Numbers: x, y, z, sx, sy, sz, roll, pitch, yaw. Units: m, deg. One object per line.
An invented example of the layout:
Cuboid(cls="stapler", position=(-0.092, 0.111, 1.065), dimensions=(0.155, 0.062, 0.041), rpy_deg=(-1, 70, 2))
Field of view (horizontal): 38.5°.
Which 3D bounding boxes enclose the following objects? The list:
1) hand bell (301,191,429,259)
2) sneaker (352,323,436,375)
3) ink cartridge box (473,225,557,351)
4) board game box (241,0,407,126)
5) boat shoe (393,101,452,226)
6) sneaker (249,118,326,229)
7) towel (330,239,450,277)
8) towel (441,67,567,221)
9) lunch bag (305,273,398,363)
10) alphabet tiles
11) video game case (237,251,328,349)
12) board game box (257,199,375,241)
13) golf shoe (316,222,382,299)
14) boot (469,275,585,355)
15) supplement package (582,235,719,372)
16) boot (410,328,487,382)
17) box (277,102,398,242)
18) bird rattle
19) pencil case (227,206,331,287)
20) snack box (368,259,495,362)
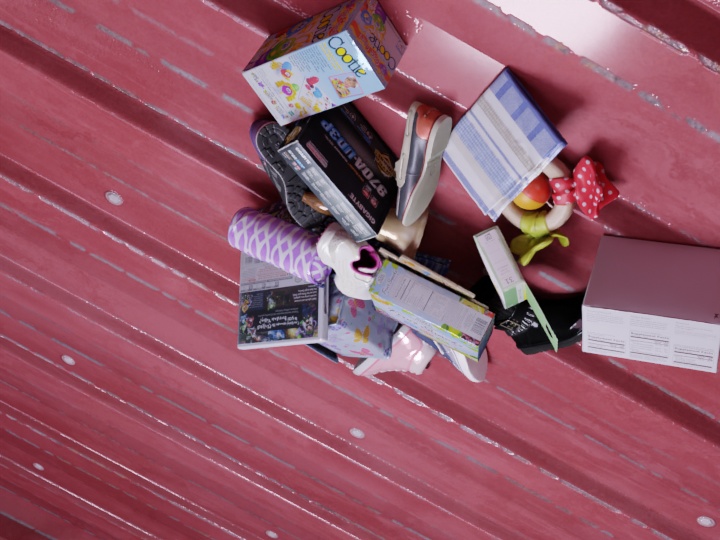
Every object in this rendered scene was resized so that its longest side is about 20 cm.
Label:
Cuboid(cls="hand bell", position=(0.001, -0.088, 1.674), dimensions=(0.200, 0.104, 0.104), rpy_deg=(18, 141, -4))
Cuboid(cls="sneaker", position=(0.070, 0.171, 1.966), dimensions=(0.105, 0.075, 0.200), rpy_deg=(40, 135, -8))
Cuboid(cls="ink cartridge box", position=(0.244, 0.038, 1.615), dimensions=(0.048, 0.200, 0.146), rpy_deg=(-25, 165, 5))
Cuboid(cls="board game box", position=(-0.052, -0.303, 1.490), dimensions=(0.200, 0.103, 0.105), rpy_deg=(-12, 127, 37))
Cuboid(cls="boat shoe", position=(0.084, -0.161, 1.581), dimensions=(0.063, 0.071, 0.200), rpy_deg=(30, 128, 22))
Cuboid(cls="sneaker", position=(-0.118, -0.165, 1.703), dimensions=(0.088, 0.076, 0.200), rpy_deg=(36, 155, 61))
Cuboid(cls="towel", position=(0.048, 0.001, 1.799), dimensions=(0.200, 0.024, 0.145), rpy_deg=(14, 149, 0))
Cuboid(cls="towel", position=(0.205, -0.181, 1.511), dimensions=(0.147, 0.024, 0.200), rpy_deg=(54, 140, 12))
Cuboid(cls="lunch bag", position=(-0.055, 0.089, 1.875), dimensions=(0.200, 0.127, 0.170), rpy_deg=(1, 156, 41))
Cuboid(cls="alphabet tiles", position=(0.113, 0.020, 1.698), dimensions=(0.200, 0.006, 0.166), rpy_deg=(29, 170, -1))
Cuboid(cls="video game case", position=(-0.137, 0.042, 1.815), dimensions=(0.200, 0.182, 0.023), rpy_deg=(-8, 165, 37))
Cuboid(cls="board game box", position=(-0.088, -0.073, 1.816), dimensions=(0.200, 0.035, 0.136), rpy_deg=(-17, 125, 40))
Cuboid(cls="golf shoe", position=(0.000, 0.000, 1.698), dimensions=(0.091, 0.075, 0.200), rpy_deg=(22, 163, 33))
Cuboid(cls="boot", position=(0.290, 0.061, 1.726), dimensions=(0.158, 0.079, 0.211), rpy_deg=(42, 138, -19))
Cuboid(cls="supplement package", position=(0.451, 0.047, 1.566), dimensions=(0.200, 0.156, 0.111), rpy_deg=(9, 139, 20))
Cuboid(cls="boot", position=(0.158, 0.125, 1.882), dimensions=(0.090, 0.073, 0.200), rpy_deg=(1, 134, 40))
Cuboid(cls="box", position=(-0.024, -0.168, 1.580), dimensions=(0.046, 0.159, 0.200), rpy_deg=(-19, 123, 39))
Cuboid(cls="bird rattle", position=(0.274, -0.108, 1.540), dimensions=(0.163, 0.113, 0.200), rpy_deg=(41, 139, 8))
Cuboid(cls="pencil case", position=(-0.130, -0.045, 1.746), dimensions=(0.200, 0.085, 0.084), rpy_deg=(25, 109, 27))
Cuboid(cls="snack box", position=(0.120, 0.069, 1.710), dimensions=(0.200, 0.068, 0.169), rpy_deg=(25, 170, 11))
